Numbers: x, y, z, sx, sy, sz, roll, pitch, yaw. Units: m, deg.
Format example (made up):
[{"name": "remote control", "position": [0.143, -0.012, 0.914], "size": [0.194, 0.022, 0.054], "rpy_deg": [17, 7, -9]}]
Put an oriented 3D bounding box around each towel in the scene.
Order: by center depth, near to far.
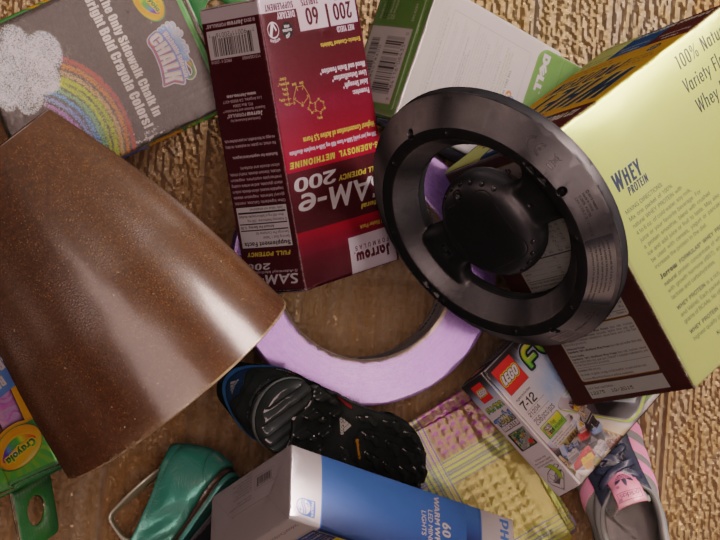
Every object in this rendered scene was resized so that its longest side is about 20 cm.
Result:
[{"name": "towel", "position": [0.056, 0.187, 1.513], "size": [0.199, 0.023, 0.144], "rpy_deg": [-30, 93, -5]}]

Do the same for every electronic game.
[{"name": "electronic game", "position": [0.092, -0.034, 1.340], "size": [0.200, 0.200, 0.042], "rpy_deg": [50, 51, -3]}]

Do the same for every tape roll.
[{"name": "tape roll", "position": [0.000, 0.000, 1.489], "size": [0.198, 0.066, 0.202], "rpy_deg": [0, 89, -7]}]

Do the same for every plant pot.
[{"name": "plant pot", "position": [-0.181, 0.001, 1.308], "size": [0.186, 0.187, 0.201], "rpy_deg": [-38, 99, -5]}]

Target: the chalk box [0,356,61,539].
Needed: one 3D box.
[{"name": "chalk box", "position": [-0.259, 0.099, 1.413], "size": [0.123, 0.125, 0.201], "rpy_deg": [-24, 92, 17]}]

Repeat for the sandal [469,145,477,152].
[{"name": "sandal", "position": [0.159, -0.077, 1.496], "size": [0.199, 0.043, 0.077], "rpy_deg": [-1, 84, -31]}]

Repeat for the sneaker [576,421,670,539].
[{"name": "sneaker", "position": [0.193, 0.147, 1.498], "size": [0.070, 0.082, 0.202], "rpy_deg": [-21, 91, -5]}]

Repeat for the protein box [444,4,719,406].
[{"name": "protein box", "position": [0.206, -0.045, 1.411], "size": [0.198, 0.135, 0.201], "rpy_deg": [-37, 102, -32]}]

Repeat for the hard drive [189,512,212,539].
[{"name": "hard drive", "position": [-0.065, 0.277, 1.453], "size": [0.200, 0.042, 0.135], "rpy_deg": [40, 91, -23]}]

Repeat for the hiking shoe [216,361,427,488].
[{"name": "hiking shoe", "position": [-0.024, 0.115, 1.435], "size": [0.075, 0.086, 0.200], "rpy_deg": [-55, 135, -5]}]

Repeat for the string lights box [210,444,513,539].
[{"name": "string lights box", "position": [0.003, 0.194, 1.404], "size": [0.199, 0.103, 0.059], "rpy_deg": [22, 52, -29]}]

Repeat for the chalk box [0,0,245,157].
[{"name": "chalk box", "position": [-0.171, -0.151, 1.430], "size": [0.199, 0.124, 0.126], "rpy_deg": [-25, 98, -7]}]

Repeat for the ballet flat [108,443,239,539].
[{"name": "ballet flat", "position": [-0.167, 0.216, 1.475], "size": [0.070, 0.067, 0.201], "rpy_deg": [30, 86, 19]}]

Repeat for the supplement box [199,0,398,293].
[{"name": "supplement box", "position": [-0.041, -0.093, 1.386], "size": [0.108, 0.061, 0.202], "rpy_deg": [-19, 102, -49]}]

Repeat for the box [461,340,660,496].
[{"name": "box", "position": [0.176, 0.063, 1.476], "size": [0.110, 0.035, 0.200], "rpy_deg": [47, 58, -1]}]

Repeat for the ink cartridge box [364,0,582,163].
[{"name": "ink cartridge box", "position": [0.088, -0.134, 1.483], "size": [0.199, 0.059, 0.105], "rpy_deg": [22, 86, -43]}]
